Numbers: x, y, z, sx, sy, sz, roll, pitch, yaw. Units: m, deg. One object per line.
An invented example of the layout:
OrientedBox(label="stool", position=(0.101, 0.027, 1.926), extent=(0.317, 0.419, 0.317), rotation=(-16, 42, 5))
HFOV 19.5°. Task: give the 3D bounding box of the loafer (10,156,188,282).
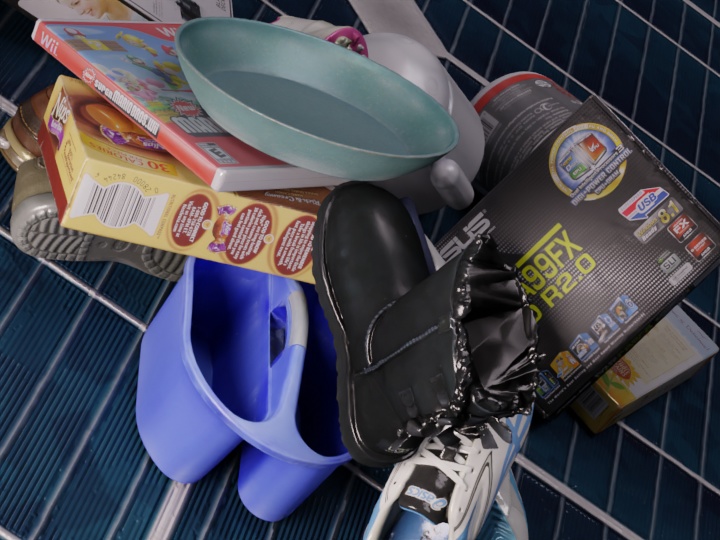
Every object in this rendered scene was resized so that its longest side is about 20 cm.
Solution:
OrientedBox(label="loafer", position=(-0.151, -0.044, 1.437), extent=(0.199, 0.075, 0.070), rotation=(10, 46, -40))

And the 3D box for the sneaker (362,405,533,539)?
OrientedBox(label="sneaker", position=(0.058, 0.124, 1.335), extent=(0.072, 0.201, 0.072), rotation=(22, -1, 9))

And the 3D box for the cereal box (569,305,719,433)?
OrientedBox(label="cereal box", position=(0.200, 0.048, 1.730), extent=(0.144, 0.040, 0.200), rotation=(48, 31, 15))

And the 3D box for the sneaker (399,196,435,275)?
OrientedBox(label="sneaker", position=(0.000, 0.000, 1.461), extent=(0.082, 0.200, 0.074), rotation=(-13, 84, -15))

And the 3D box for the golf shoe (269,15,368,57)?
OrientedBox(label="golf shoe", position=(-0.089, -0.123, 1.522), extent=(0.200, 0.076, 0.091), rotation=(-32, 43, -26))

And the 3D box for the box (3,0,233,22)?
OrientedBox(label="box", position=(-0.190, -0.214, 1.598), extent=(0.200, 0.060, 0.117), rotation=(32, 31, -31))

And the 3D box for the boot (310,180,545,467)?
OrientedBox(label="boot", position=(0.039, 0.019, 1.270), extent=(0.073, 0.162, 0.199), rotation=(3, 71, -26))

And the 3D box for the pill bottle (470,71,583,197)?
OrientedBox(label="pill bottle", position=(0.174, -0.074, 1.735), extent=(0.116, 0.116, 0.200), rotation=(10, 23, -40))

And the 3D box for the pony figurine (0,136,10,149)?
OrientedBox(label="pony figurine", position=(-0.327, -0.149, 1.336), extent=(0.193, 0.167, 0.200), rotation=(23, 18, -39))

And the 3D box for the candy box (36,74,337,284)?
OrientedBox(label="candy box", position=(-0.104, -0.057, 1.375), extent=(0.199, 0.057, 0.117), rotation=(12, 28, -24))

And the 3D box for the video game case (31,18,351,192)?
OrientedBox(label="video game case", position=(-0.106, -0.113, 1.396), extent=(0.200, 0.017, 0.143), rotation=(39, 28, 31))

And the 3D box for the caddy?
OrientedBox(label="caddy", position=(-0.065, 0.062, 1.362), extent=(0.141, 0.105, 0.200), rotation=(27, 33, -22))

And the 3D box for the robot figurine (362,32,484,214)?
OrientedBox(label="robot figurine", position=(0.029, -0.114, 1.645), extent=(0.170, 0.113, 0.200), rotation=(44, 1, 27))

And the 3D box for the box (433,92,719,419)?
OrientedBox(label="box", position=(0.164, -0.009, 1.613), extent=(0.160, 0.200, 0.044), rotation=(48, 6, 13))

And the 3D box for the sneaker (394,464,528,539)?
OrientedBox(label="sneaker", position=(0.059, 0.119, 1.412), extent=(0.081, 0.076, 0.201), rotation=(3, 72, -79))

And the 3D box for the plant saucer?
OrientedBox(label="plant saucer", position=(-0.033, -0.108, 1.381), extent=(0.199, 0.036, 0.200), rotation=(19, 23, -8))

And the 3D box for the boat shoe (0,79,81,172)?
OrientedBox(label="boat shoe", position=(-0.169, -0.107, 1.505), extent=(0.200, 0.068, 0.072), rotation=(-12, 57, -53))

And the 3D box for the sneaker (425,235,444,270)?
OrientedBox(label="sneaker", position=(0.060, 0.049, 1.563), extent=(0.080, 0.076, 0.201), rotation=(20, 39, -50))
